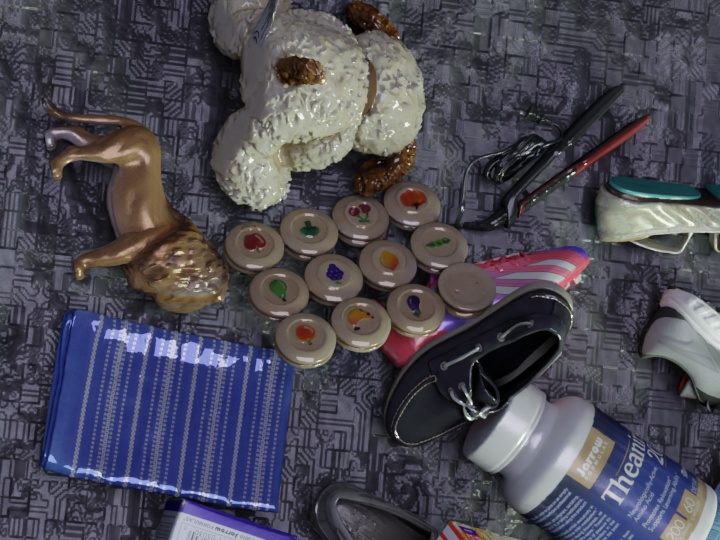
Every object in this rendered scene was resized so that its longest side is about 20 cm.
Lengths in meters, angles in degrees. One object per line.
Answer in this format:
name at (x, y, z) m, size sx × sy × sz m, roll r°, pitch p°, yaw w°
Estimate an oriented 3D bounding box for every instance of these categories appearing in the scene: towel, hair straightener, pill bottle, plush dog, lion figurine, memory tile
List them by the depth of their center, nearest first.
towel at (-0.155, 0.113, 1.629) m, size 0.200 × 0.024 × 0.145 m, roll 12°, pitch 63°, yaw -11°
lion figurine at (-0.185, -0.058, 1.634) m, size 0.122 × 0.072 × 0.200 m, roll -14°, pitch 90°, yaw -8°
memory tile at (0.000, 0.000, 1.652) m, size 0.200 × 0.017 × 0.153 m, roll -16°, pitch 57°, yaw -22°
plush dog at (-0.020, -0.153, 1.658) m, size 0.172 × 0.160 × 0.200 m, roll 2°, pitch 83°, yaw -36°
pill bottle at (0.190, 0.176, 1.675) m, size 0.200 × 0.111 × 0.111 m, roll 34°, pitch 78°, yaw -7°
hair straightener at (0.156, -0.104, 1.740) m, size 0.200 × 0.041 × 0.077 m, roll -36°, pitch 92°, yaw -9°

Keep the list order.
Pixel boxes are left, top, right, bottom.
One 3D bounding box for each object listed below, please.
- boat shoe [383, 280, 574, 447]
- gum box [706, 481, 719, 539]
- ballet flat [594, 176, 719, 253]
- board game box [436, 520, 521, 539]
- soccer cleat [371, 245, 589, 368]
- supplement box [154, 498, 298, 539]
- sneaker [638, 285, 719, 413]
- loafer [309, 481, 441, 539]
boat shoe at (0.092, 0.087, 1.626) m, size 0.073 × 0.063 × 0.200 m, roll 40°, pitch 115°, yaw -21°
gum box at (0.346, 0.275, 1.710) m, size 0.170 × 0.045 × 0.200 m, roll 40°, pitch 77°, yaw -24°
ballet flat at (0.300, -0.045, 1.758) m, size 0.200 × 0.067 × 0.062 m, roll 4°, pitch 111°, yaw -9°
board game box at (0.101, 0.284, 1.587) m, size 0.200 × 0.046 × 0.152 m, roll 20°, pitch 112°, yaw -45°
soccer cleat at (0.102, 0.017, 1.699) m, size 0.200 × 0.067 × 0.077 m, roll -28°, pitch 87°, yaw -11°
supplement box at (-0.134, 0.293, 1.595) m, size 0.101 × 0.103 × 0.200 m, roll 20°, pitch 79°, yaw -10°
sneaker at (0.329, 0.099, 1.741) m, size 0.200 × 0.074 × 0.079 m, roll 37°, pitch 87°, yaw 0°
loafer at (0.046, 0.244, 1.650) m, size 0.200 × 0.070 × 0.070 m, roll 32°, pitch 78°, yaw -7°
